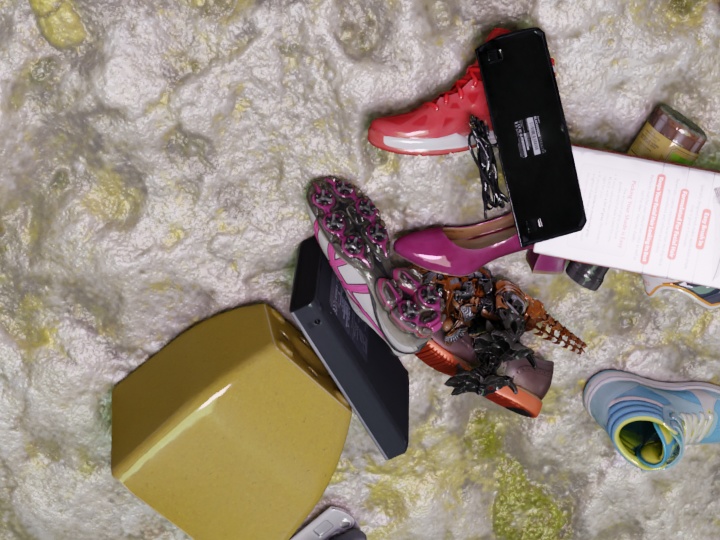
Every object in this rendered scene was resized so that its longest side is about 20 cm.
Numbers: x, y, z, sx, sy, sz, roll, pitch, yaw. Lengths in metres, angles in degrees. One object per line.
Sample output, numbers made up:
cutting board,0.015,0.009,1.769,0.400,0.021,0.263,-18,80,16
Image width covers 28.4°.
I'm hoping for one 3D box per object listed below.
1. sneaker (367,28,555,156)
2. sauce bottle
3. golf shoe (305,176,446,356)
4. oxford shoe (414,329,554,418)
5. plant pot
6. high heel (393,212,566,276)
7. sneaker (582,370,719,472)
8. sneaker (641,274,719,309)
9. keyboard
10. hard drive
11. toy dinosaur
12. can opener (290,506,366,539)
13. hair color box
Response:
sneaker,0.101,-0.180,1.403,0.197,0.078,0.117,-7,108,-16
sauce bottle,0.281,-0.071,1.471,0.064,0.065,0.201,23,112,-16
golf shoe,0.000,0.000,1.437,0.072,0.201,0.092,-25,165,-35
oxford shoe,0.119,0.082,1.534,0.199,0.071,0.073,31,77,-13
plant pot,-0.121,0.153,1.466,0.200,0.195,0.195,-45,112,9
high heel,0.134,-0.046,1.459,0.197,0.068,0.097,5,120,-12
sneaker,0.350,0.179,1.559,0.197,0.131,0.080,8,113,-11
sneaker,0.393,-0.006,1.507,0.197,0.079,0.080,1,111,5
keyboard,0.148,-0.125,1.368,0.103,0.040,0.203,-14,94,-16
hard drive,-0.007,0.078,1.464,0.033,0.140,0.201,-24,116,15
toy dinosaur,0.139,0.048,1.472,0.197,0.137,0.103,3,137,5
can opener,-0.080,0.342,1.628,0.199,0.067,0.053,-39,115,17
hair color box,0.277,-0.055,1.402,0.197,0.064,0.112,12,99,7
